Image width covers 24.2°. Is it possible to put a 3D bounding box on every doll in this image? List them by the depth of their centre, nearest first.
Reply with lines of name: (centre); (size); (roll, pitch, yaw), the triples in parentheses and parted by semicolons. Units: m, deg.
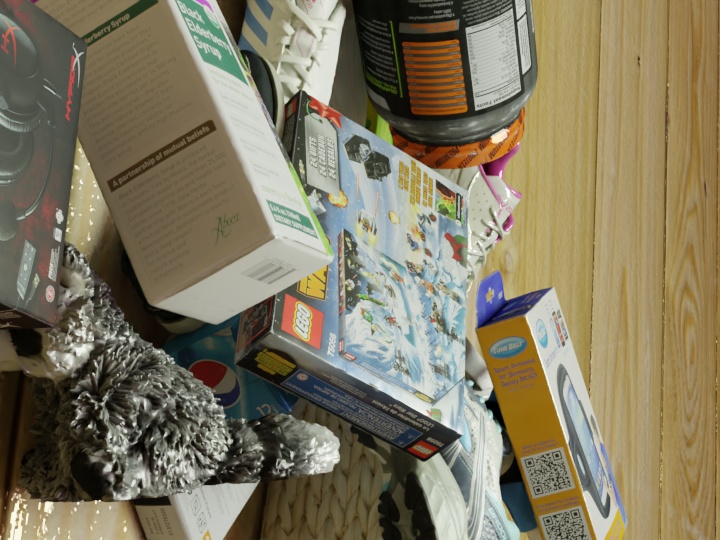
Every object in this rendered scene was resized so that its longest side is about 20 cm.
doll: (0.120, 0.127, 1.199); (0.200, 0.048, 0.137); (10, 77, -67)

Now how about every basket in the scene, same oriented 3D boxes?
basket: (0.015, 0.147, 1.171); (0.136, 0.123, 0.200); (51, 42, -55)

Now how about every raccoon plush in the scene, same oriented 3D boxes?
raccoon plush: (-0.110, 0.048, 0.888); (0.200, 0.097, 0.134); (-1, 88, -44)

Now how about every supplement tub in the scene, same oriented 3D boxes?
supplement tub: (0.056, -0.177, 1.140); (0.123, 0.122, 0.200); (-65, 152, -49)

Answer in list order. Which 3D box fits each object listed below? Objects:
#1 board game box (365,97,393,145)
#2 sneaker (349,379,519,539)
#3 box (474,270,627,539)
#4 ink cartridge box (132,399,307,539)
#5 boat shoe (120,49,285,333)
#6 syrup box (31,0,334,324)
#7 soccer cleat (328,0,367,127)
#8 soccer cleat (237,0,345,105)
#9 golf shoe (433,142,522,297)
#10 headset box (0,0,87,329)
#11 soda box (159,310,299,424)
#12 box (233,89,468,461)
board game box: (0.011, -0.091, 1.293); (0.102, 0.048, 0.200); (47, 45, -58)
sneaker: (0.046, 0.099, 1.068); (0.086, 0.078, 0.200); (-5, 78, -34)
box: (0.126, 0.096, 1.112); (0.119, 0.041, 0.200); (-30, 104, -73)
ink cartridge box: (-0.086, 0.091, 1.051); (0.200, 0.037, 0.095); (-54, 134, -53)
boat shoe: (-0.100, -0.063, 0.995); (0.066, 0.074, 0.199); (40, 53, -38)
syrup box: (-0.099, -0.079, 0.890); (0.200, 0.081, 0.079); (66, 15, 17)
soccer cleat: (-0.023, -0.148, 1.205); (0.078, 0.069, 0.200); (36, 61, -68)
soccer cleat: (-0.048, -0.140, 1.097); (0.070, 0.086, 0.200); (15, 60, -22)
golf shoe: (0.071, -0.028, 1.251); (0.075, 0.091, 0.200); (37, 55, -64)
headset box: (-0.208, -0.067, 0.730); (0.200, 0.075, 0.149); (36, 54, -62)
soda box: (-0.049, 0.018, 1.033); (0.064, 0.068, 0.200); (56, 32, -15)
box: (0.000, 0.000, 0.996); (0.137, 0.040, 0.200); (30, 41, -24)
